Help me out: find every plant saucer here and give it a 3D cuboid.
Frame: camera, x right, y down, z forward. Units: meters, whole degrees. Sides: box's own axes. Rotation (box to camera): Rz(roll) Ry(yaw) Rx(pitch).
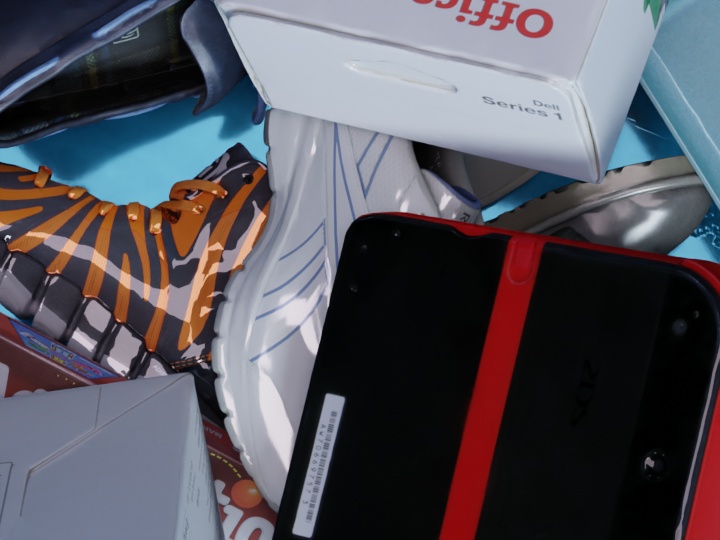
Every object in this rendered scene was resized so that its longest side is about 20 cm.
[{"bbox_3d":[0.175,-0.024,1.113,0.070,0.019,0.200,-34,87,44],"label":"plant saucer"}]

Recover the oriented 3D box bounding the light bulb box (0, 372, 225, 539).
[{"bbox_3d":[-0.107,0.176,1.076,0.124,0.198,0.201,-8,115,4],"label":"light bulb box"}]

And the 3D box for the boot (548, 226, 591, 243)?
[{"bbox_3d":[0.076,0.094,1.108,0.130,0.068,0.200,36,94,-2],"label":"boot"}]

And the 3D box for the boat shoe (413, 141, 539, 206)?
[{"bbox_3d":[0.073,-0.112,1.192,0.200,0.073,0.062,-55,43,6],"label":"boat shoe"}]

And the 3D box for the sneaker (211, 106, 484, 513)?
[{"bbox_3d":[0.000,0.000,1.121,0.087,0.074,0.201,3,81,34],"label":"sneaker"}]

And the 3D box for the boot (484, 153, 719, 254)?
[{"bbox_3d":[0.095,0.072,1.164,0.181,0.073,0.201,-26,79,18],"label":"boot"}]

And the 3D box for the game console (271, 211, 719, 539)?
[{"bbox_3d":[0.049,0.084,1.037,0.176,0.031,0.201,9,82,36],"label":"game console"}]

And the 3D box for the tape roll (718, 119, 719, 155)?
[{"bbox_3d":[0.238,-0.043,1.106,0.066,0.200,0.201,-29,85,-42],"label":"tape roll"}]

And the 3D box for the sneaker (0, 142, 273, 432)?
[{"bbox_3d":[-0.099,-0.020,1.186,0.200,0.078,0.112,38,86,-7],"label":"sneaker"}]

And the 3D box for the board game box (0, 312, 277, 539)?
[{"bbox_3d":[-0.097,0.096,1.161,0.199,0.019,0.103,28,114,-7],"label":"board game box"}]

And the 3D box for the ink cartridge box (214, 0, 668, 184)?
[{"bbox_3d":[0.051,-0.147,1.097,0.146,0.084,0.201,15,68,19],"label":"ink cartridge box"}]

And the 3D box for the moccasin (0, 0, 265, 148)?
[{"bbox_3d":[-0.069,-0.088,1.167,0.199,0.081,0.068,-21,46,-7],"label":"moccasin"}]
